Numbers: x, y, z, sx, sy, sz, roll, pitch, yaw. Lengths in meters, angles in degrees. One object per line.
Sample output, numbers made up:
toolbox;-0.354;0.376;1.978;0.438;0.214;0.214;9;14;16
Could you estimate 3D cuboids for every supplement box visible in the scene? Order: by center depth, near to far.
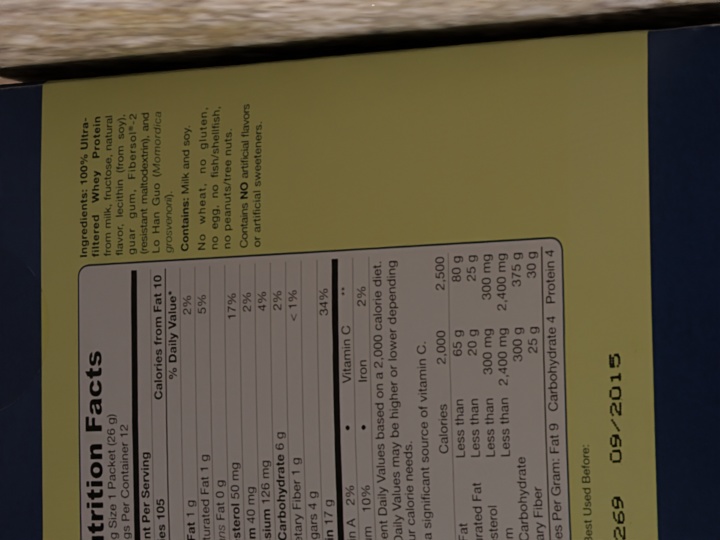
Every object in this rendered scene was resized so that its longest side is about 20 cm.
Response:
supplement box;0.034;0.023;0.732;0.199;0.135;0.200;-3;175;25
